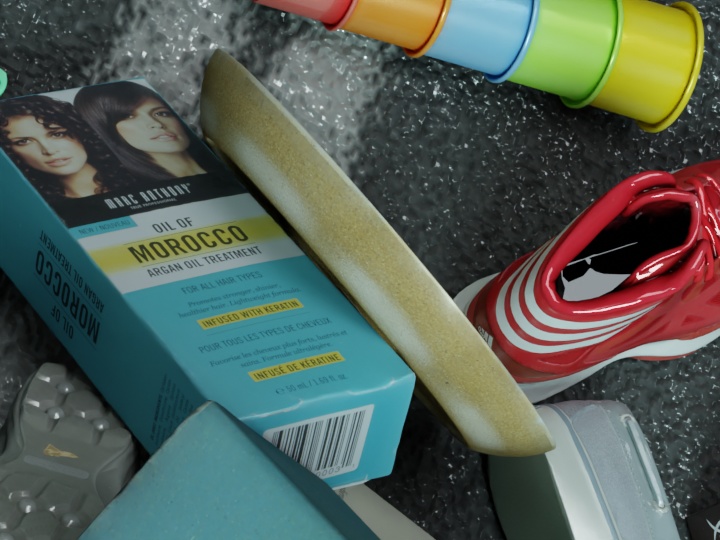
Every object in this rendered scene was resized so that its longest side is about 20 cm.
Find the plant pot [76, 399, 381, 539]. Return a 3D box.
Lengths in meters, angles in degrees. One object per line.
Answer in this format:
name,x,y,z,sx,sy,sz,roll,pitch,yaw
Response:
plant pot,-0.007,0.169,0.924,0.200,0.141,0.141,41,88,23

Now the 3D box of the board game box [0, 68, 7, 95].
board game box,-0.236,-0.138,1.031,0.200,0.026,0.200,-3,65,-38

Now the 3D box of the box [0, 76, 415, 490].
box,-0.069,0.006,1.080,0.082,0.049,0.200,-13,43,-33

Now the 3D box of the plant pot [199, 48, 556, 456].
plant pot,0.000,0.000,1.113,0.027,0.200,0.200,-41,94,-4

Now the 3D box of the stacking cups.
stacking cups,0.048,-0.115,1.249,0.200,0.061,0.061,16,64,-21

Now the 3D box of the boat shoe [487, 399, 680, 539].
boat shoe,0.118,0.143,1.179,0.071,0.070,0.201,-13,75,-28

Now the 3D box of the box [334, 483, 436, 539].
box,0.002,0.137,1.102,0.200,0.068,0.082,40,21,-9

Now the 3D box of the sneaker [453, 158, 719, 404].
sneaker,0.138,-0.008,1.221,0.200,0.116,0.078,-31,87,-33

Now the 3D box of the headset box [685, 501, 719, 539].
headset box,0.241,0.179,1.229,0.149,0.077,0.200,-8,76,-30

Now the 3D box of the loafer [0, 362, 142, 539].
loafer,-0.116,0.099,1.017,0.070,0.070,0.200,17,22,5
